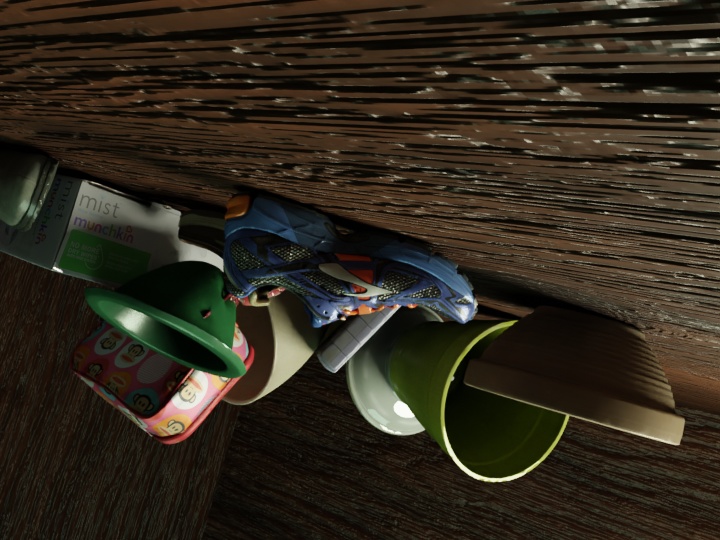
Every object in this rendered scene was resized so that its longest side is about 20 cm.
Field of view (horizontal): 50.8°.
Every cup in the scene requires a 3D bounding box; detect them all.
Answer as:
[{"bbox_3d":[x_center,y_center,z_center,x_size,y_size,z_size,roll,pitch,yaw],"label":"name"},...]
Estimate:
[{"bbox_3d":[-0.121,0.057,0.980,0.200,0.201,0.143,11,-163,42],"label":"cup"}]

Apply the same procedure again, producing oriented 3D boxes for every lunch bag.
[{"bbox_3d":[-0.225,0.090,0.886,0.200,0.176,0.082,21,153,42],"label":"lunch bag"}]

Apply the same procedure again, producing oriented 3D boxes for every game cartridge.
[{"bbox_3d":[-0.001,0.068,0.938,0.038,0.130,0.200,41,175,-1],"label":"game cartridge"}]

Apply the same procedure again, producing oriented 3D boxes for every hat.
[{"bbox_3d":[-0.151,-0.003,0.760,0.165,0.176,0.200,20,158,13],"label":"hat"}]

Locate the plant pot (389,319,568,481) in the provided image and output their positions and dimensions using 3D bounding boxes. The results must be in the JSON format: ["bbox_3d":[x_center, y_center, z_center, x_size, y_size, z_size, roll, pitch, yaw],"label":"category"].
[{"bbox_3d":[0.138,0.146,1.002,0.200,0.201,0.193,19,179,-29],"label":"plant pot"}]

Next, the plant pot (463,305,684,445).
[{"bbox_3d":[0.205,0.090,0.711,0.201,0.093,0.201,16,176,1],"label":"plant pot"}]

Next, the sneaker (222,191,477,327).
[{"bbox_3d":[-0.010,0.008,0.559,0.200,0.079,0.075,17,176,-9],"label":"sneaker"}]

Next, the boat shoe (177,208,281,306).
[{"bbox_3d":[-0.094,-0.005,0.700,0.202,0.075,0.075,13,174,29],"label":"boat shoe"}]

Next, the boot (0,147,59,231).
[{"bbox_3d":[-0.354,-0.091,0.666,0.131,0.068,0.200,27,169,-37],"label":"boot"}]

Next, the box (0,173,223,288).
[{"bbox_3d":[-0.273,-0.036,0.824,0.176,0.097,0.200,15,175,39],"label":"box"}]

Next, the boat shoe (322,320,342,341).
[{"bbox_3d":[-0.037,0.074,1.191,0.064,0.071,0.200,26,-158,36],"label":"boat shoe"}]

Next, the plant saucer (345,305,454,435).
[{"bbox_3d":[0.075,0.142,1.119,0.200,0.200,0.050,19,165,-28],"label":"plant saucer"}]
